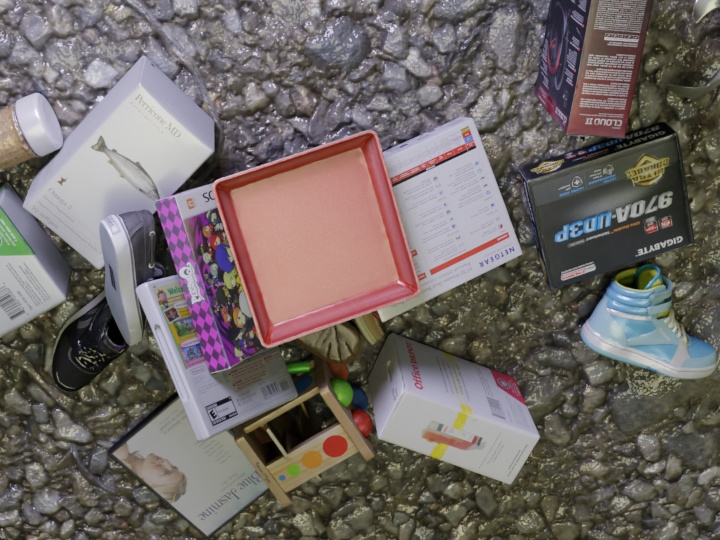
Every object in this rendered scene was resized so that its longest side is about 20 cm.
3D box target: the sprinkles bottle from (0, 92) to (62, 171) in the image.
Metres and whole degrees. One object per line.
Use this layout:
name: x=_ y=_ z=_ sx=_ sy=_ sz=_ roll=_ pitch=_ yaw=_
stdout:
sprinkles bottle: x=-0.444 y=-0.136 z=1.349 sx=0.197 sy=0.068 sz=0.069 roll=-22 pitch=117 yaw=3

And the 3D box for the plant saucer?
plant saucer: x=-0.050 y=-0.038 z=1.352 sx=0.197 sy=0.037 sz=0.202 roll=-18 pitch=102 yaw=-7

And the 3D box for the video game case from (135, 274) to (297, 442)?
video game case: x=-0.162 y=0.087 z=1.363 sx=0.022 sy=0.199 sz=0.184 roll=-25 pitch=86 yaw=28

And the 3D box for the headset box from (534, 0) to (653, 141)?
headset box: x=0.262 y=-0.252 z=1.344 sx=0.074 sy=0.149 sz=0.203 roll=3 pitch=115 yaw=-9

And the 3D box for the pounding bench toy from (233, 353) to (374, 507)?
pounding bench toy: x=-0.087 y=0.165 z=1.512 sx=0.155 sy=0.125 sz=0.201 roll=-29 pitch=116 yaw=7

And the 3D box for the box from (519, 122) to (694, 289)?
box: x=0.313 y=-0.081 z=1.491 sx=0.197 sy=0.046 sz=0.161 roll=-17 pitch=117 yaw=0

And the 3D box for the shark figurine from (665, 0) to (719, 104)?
shark figurine: x=0.441 y=-0.297 z=1.392 sx=0.126 sy=0.089 sz=0.218 roll=10 pitch=110 yaw=25

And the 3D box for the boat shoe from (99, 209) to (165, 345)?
boat shoe: x=-0.253 y=0.006 z=1.339 sx=0.066 sy=0.070 sz=0.202 roll=-23 pitch=141 yaw=-23

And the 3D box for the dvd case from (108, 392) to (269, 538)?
dvd case: x=-0.224 y=0.265 z=1.602 sx=0.142 sy=0.018 sz=0.200 roll=-39 pitch=115 yaw=10

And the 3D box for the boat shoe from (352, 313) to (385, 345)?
boat shoe: x=0.000 y=0.000 z=1.472 sx=0.066 sy=0.074 sz=0.202 roll=-22 pitch=116 yaw=-2

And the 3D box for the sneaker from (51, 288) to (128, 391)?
sneaker: x=-0.323 y=0.082 z=1.460 sx=0.075 sy=0.088 sz=0.201 roll=33 pitch=107 yaw=-21

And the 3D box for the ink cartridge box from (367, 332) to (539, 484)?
ink cartridge box: x=0.116 y=0.178 z=1.536 sx=0.198 sy=0.146 sz=0.084 roll=22 pitch=113 yaw=-17

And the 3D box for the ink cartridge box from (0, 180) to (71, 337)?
ink cartridge box: x=-0.470 y=0.010 z=1.408 sx=0.198 sy=0.083 sz=0.148 roll=-28 pitch=117 yaw=5

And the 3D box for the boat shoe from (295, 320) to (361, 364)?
boat shoe: x=-0.085 y=0.048 z=1.490 sx=0.199 sy=0.065 sz=0.074 roll=37 pitch=101 yaw=-2

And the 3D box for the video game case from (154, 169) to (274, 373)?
video game case: x=-0.147 y=-0.005 z=1.364 sx=0.035 sy=0.181 sz=0.203 roll=-13 pitch=97 yaw=29

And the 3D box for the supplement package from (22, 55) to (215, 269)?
supplement package: x=-0.274 y=-0.124 z=1.351 sx=0.200 sy=0.118 sz=0.117 roll=-44 pitch=112 yaw=13

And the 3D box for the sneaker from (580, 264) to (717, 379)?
sneaker: x=0.404 y=0.064 z=1.557 sx=0.197 sy=0.080 sz=0.132 roll=13 pitch=115 yaw=-15

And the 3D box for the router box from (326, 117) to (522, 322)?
router box: x=0.074 y=-0.063 z=1.420 sx=0.198 sy=0.049 sz=0.182 roll=-24 pitch=103 yaw=-10
